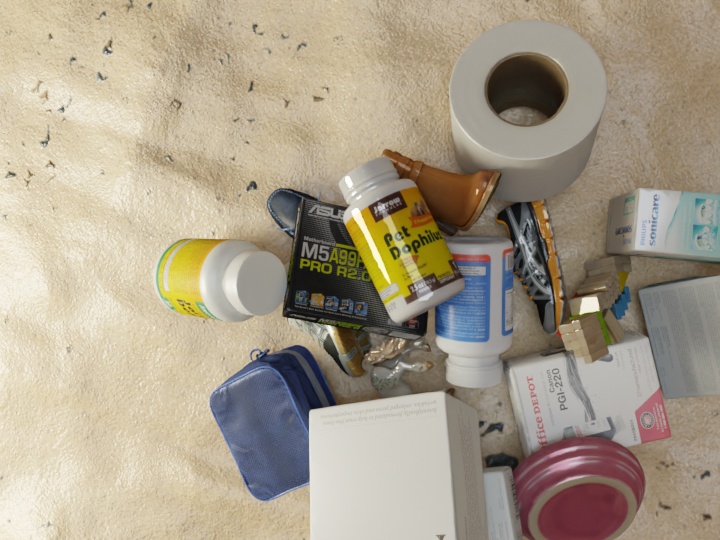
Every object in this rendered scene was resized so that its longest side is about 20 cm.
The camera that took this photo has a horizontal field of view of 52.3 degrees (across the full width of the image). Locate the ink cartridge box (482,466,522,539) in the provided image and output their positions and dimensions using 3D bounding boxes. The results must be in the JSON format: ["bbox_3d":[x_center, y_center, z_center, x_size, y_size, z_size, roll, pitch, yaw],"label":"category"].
[{"bbox_3d":[0.120,0.362,1.002,0.198,0.047,0.162,-13,80,26],"label":"ink cartridge box"}]

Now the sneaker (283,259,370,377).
[{"bbox_3d":[-0.059,0.072,1.086,0.087,0.076,0.201,-24,99,34],"label":"sneaker"}]

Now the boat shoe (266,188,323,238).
[{"bbox_3d":[-0.051,-0.060,1.075,0.199,0.069,0.085,31,93,3],"label":"boat shoe"}]

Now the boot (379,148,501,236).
[{"bbox_3d":[0.095,-0.120,0.998,0.154,0.200,0.074,36,70,-4],"label":"boot"}]

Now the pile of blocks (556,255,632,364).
[{"bbox_3d":[0.326,0.056,1.025,0.082,0.062,0.200,54,51,-16],"label":"pile of blocks"}]

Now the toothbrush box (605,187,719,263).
[{"bbox_3d":[0.453,-0.056,0.998,0.197,0.146,0.087,4,90,6],"label":"toothbrush box"}]

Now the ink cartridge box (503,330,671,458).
[{"bbox_3d":[0.317,0.181,1.042,0.198,0.085,0.148,-14,90,7],"label":"ink cartridge box"}]

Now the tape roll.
[{"bbox_3d":[0.221,-0.211,0.991,0.200,0.139,0.205,-3,72,8],"label":"tape roll"}]

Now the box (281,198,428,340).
[{"bbox_3d":[0.000,0.000,1.015,0.198,0.044,0.162,12,73,-13],"label":"box"}]

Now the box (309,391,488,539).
[{"bbox_3d":[0.048,0.275,0.938,0.197,0.131,0.202,-12,67,23],"label":"box"}]

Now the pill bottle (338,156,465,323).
[{"bbox_3d":[0.048,-0.042,0.958,0.108,0.109,0.202,-27,83,4],"label":"pill bottle"}]

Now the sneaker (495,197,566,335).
[{"bbox_3d":[0.249,-0.005,1.055,0.076,0.078,0.203,-13,85,16],"label":"sneaker"}]

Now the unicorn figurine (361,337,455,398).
[{"bbox_3d":[0.067,0.193,1.071,0.136,0.074,0.202,-28,86,13],"label":"unicorn figurine"}]

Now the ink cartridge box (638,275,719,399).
[{"bbox_3d":[0.495,0.084,0.993,0.199,0.047,0.162,-14,88,41],"label":"ink cartridge box"}]

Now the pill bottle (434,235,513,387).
[{"bbox_3d":[0.159,0.056,1.034,0.111,0.112,0.203,0,99,4],"label":"pill bottle"}]

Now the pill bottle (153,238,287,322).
[{"bbox_3d":[-0.193,0.013,1.017,0.199,0.112,0.114,4,91,46],"label":"pill bottle"}]

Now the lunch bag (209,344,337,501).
[{"bbox_3d":[-0.114,0.206,1.054,0.135,0.132,0.202,-24,89,21],"label":"lunch bag"}]

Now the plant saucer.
[{"bbox_3d":[0.300,0.321,1.015,0.198,0.051,0.203,-1,120,-2],"label":"plant saucer"}]
